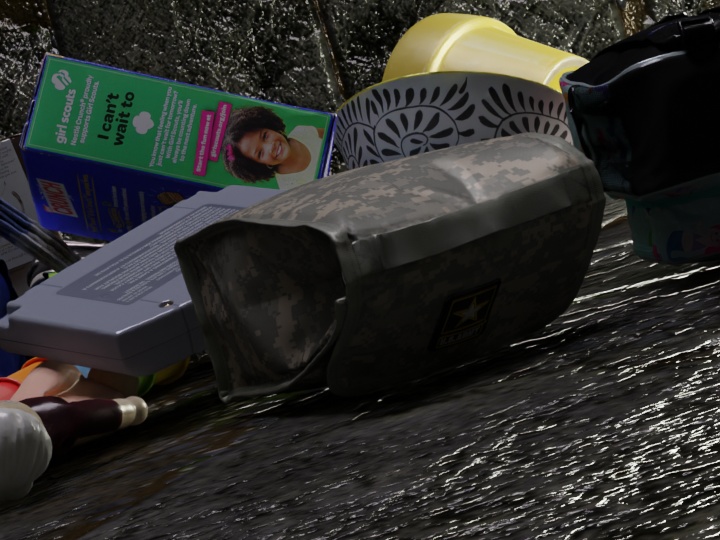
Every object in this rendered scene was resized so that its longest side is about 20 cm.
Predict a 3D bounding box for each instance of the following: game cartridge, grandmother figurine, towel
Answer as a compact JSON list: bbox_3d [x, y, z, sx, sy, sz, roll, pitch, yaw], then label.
[{"bbox_3d":[-0.105,0.004,1.380,0.133,0.040,0.200,3,27,43],"label":"game cartridge"},{"bbox_3d":[-0.181,0.086,1.275,0.121,0.061,0.200,-25,1,6],"label":"grandmother figurine"},{"bbox_3d":[-0.197,0.004,1.670,0.024,0.200,0.147,-57,7,-5],"label":"towel"}]

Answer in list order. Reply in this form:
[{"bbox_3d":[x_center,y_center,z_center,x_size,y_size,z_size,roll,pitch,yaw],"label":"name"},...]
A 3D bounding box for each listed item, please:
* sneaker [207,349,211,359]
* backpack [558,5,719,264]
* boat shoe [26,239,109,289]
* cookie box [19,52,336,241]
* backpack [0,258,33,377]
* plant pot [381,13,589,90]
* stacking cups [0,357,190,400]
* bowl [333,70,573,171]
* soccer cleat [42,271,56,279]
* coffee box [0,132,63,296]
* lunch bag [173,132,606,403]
[{"bbox_3d":[-0.009,0.012,1.473,0.088,0.081,0.200,-7,16,40],"label":"sneaker"},{"bbox_3d":[0.210,-0.086,1.338,0.177,0.151,0.200,-15,11,-9],"label":"backpack"},{"bbox_3d":[-0.166,0.001,1.843,0.200,0.067,0.057,2,46,-5],"label":"boat shoe"},{"bbox_3d":[-0.124,-0.068,1.588,0.200,0.075,0.171,11,-17,0],"label":"cookie box"},{"bbox_3d":[-0.314,0.038,1.668,0.162,0.168,0.200,-11,4,-4],"label":"backpack"},{"bbox_3d":[0.153,-0.171,2.466,0.189,0.201,0.201,8,20,42],"label":"plant pot"},{"bbox_3d":[-0.189,0.069,1.469,0.060,0.061,0.200,-14,5,34],"label":"stacking cups"},{"bbox_3d":[0.076,-0.065,1.743,0.201,0.094,0.201,1,-23,0],"label":"bowl"},{"bbox_3d":[-0.198,0.026,1.781,0.200,0.081,0.068,-23,40,22],"label":"soccer cleat"},{"bbox_3d":[-0.296,-0.014,1.997,0.080,0.200,0.114,-17,5,-9],"label":"coffee box"},{"bbox_3d":[0.020,-0.002,1.235,0.164,0.118,0.200,-18,0,-27],"label":"lunch bag"}]
